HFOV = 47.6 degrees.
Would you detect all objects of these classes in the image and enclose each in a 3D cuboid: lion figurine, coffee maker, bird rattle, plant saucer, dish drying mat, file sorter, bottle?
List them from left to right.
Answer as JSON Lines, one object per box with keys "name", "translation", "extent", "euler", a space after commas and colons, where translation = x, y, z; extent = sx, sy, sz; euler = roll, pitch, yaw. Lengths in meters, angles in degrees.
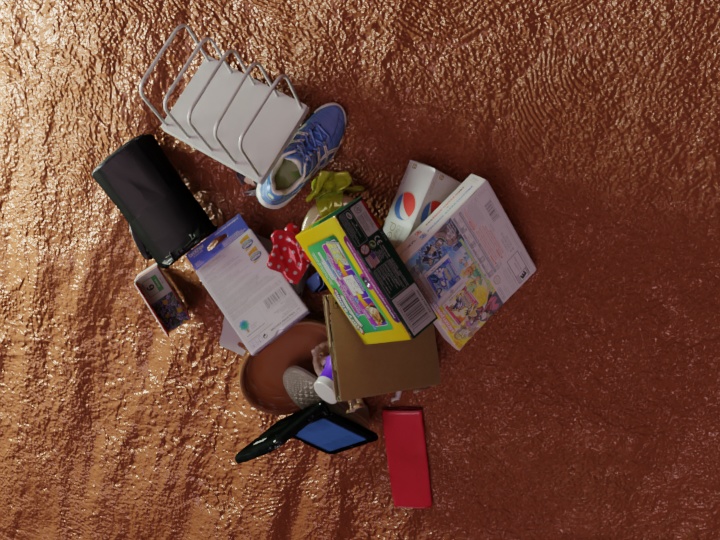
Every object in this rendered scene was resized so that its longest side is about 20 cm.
{"name": "coffee maker", "translation": [-0.337, -0.120, 1.358], "extent": [0.201, 0.134, 0.192], "euler": [54, 160, -7]}
{"name": "file sorter", "translation": [-0.204, -0.251, 1.210], "extent": [0.198, 0.125, 0.140], "euler": [29, 80, 16]}
{"name": "plant saucer", "translation": [-0.120, 0.164, 1.425], "extent": [0.196, 0.038, 0.204], "euler": [-12, 126, -18]}
{"name": "bird rattle", "translation": [-0.051, -0.057, 1.293], "extent": [0.161, 0.113, 0.203], "euler": [32, 97, 12]}
{"name": "bottle", "translation": [-0.002, 0.130, 1.336], "extent": [0.083, 0.201, 0.065], "euler": [41, 146, -1]}
{"name": "lion figurine", "translation": [0.017, 0.170, 1.402], "extent": [0.073, 0.196, 0.125], "euler": [132, 126, -64]}
{"name": "dish drying mat", "translation": [0.086, 0.342, 1.488], "extent": [0.075, 0.018, 0.205], "euler": [-2, 108, 17]}

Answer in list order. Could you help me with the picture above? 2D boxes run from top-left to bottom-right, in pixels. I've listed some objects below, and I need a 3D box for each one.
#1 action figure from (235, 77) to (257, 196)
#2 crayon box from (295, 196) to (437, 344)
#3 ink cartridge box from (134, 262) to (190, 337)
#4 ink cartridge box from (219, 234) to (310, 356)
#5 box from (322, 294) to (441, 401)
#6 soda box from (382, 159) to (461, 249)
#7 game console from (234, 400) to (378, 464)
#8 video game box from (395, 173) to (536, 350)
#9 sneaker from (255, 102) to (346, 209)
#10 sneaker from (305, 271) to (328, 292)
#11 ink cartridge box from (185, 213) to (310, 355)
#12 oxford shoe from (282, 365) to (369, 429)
{"name": "action figure", "translation": [-0.165, -0.204, 1.338], "extent": [0.128, 0.070, 0.203], "euler": [-19, 107, 15]}
{"name": "crayon box", "translation": [0.004, 0.007, 1.183], "extent": [0.202, 0.058, 0.172], "euler": [58, 158, -7]}
{"name": "ink cartridge box", "translation": [-0.344, 0.048, 1.419], "extent": [0.050, 0.200, 0.110], "euler": [-32, 100, -11]}
{"name": "ink cartridge box", "translation": [-0.169, 0.055, 1.432], "extent": [0.114, 0.068, 0.203], "euler": [22, 115, 9]}
{"name": "box", "translation": [0.037, 0.114, 1.305], "extent": [0.021, 0.196, 0.168], "euler": [-15, 81, 57]}
{"name": "soda box", "translation": [0.079, -0.061, 1.263], "extent": [0.063, 0.067, 0.204], "euler": [26, 96, 46]}
{"name": "game console", "translation": [-0.097, 0.308, 1.417], "extent": [0.118, 0.175, 0.199], "euler": [55, 144, 0]}
{"name": "video game box", "translation": [0.157, -0.009, 1.225], "extent": [0.182, 0.047, 0.201], "euler": [-45, 126, -10]}
{"name": "sneaker", "translation": [-0.084, -0.178, 1.276], "extent": [0.075, 0.077, 0.202], "euler": [37, 81, -11]}
{"name": "sneaker", "translation": [0.000, 0.000, 1.357], "extent": [0.198, 0.070, 0.079], "euler": [-30, 92, 24]}
{"name": "ink cartridge box", "translation": [-0.185, 0.023, 1.341], "extent": [0.119, 0.042, 0.201], "euler": [-36, 85, 0]}
{"name": "oxford shoe", "translation": [-0.059, 0.224, 1.439], "extent": [0.199, 0.058, 0.075], "euler": [39, 129, -25]}
